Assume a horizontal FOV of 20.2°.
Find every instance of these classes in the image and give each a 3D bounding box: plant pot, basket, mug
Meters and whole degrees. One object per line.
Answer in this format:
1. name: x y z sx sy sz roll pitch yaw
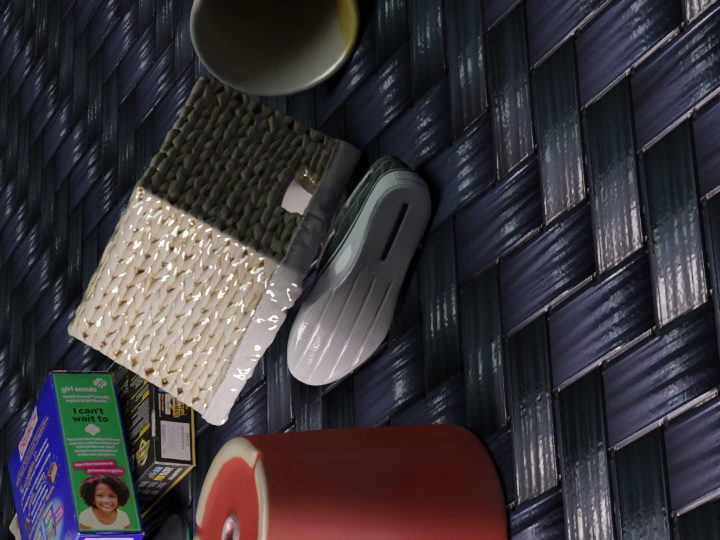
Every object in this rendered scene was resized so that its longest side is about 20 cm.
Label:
1. plant pot: -0.016 0.200 1.449 0.200 0.176 0.202 -171 90 -67
2. basket: -0.122 -0.021 1.711 0.201 0.160 0.199 -58 5 39
3. mug: -0.062 -0.264 1.816 0.154 0.185 0.150 -97 -5 -50

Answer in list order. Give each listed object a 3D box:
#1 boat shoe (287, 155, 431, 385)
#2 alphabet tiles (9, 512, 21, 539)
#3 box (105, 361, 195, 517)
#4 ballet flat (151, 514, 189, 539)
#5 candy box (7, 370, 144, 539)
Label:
1. boat shoe: 0.000 0.000 1.636 0.201 0.072 0.071 -59 21 20
2. alphabet tiles: -0.356 0.269 2.317 0.201 0.015 0.195 -65 25 -1
3. box: -0.229 0.163 2.095 0.200 0.049 0.161 -46 44 52
4. ballet flat: -0.205 0.333 1.953 0.073 0.072 0.202 150 126 -60
5. candy box: -0.293 0.231 2.065 0.170 0.076 0.201 -59 38 43
